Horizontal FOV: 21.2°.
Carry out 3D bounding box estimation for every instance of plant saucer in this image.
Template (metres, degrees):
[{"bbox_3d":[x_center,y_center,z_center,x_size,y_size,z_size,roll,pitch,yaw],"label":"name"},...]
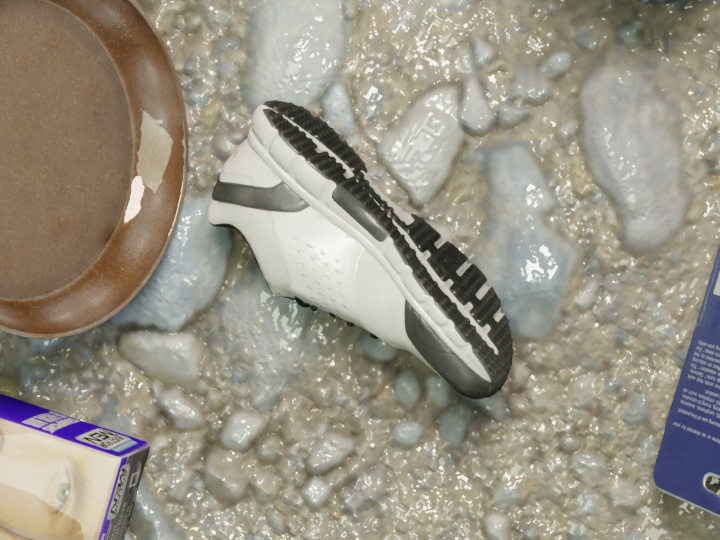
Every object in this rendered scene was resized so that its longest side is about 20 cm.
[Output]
[{"bbox_3d":[-0.172,-0.064,1.020,0.034,0.200,0.201,3,93,40],"label":"plant saucer"}]

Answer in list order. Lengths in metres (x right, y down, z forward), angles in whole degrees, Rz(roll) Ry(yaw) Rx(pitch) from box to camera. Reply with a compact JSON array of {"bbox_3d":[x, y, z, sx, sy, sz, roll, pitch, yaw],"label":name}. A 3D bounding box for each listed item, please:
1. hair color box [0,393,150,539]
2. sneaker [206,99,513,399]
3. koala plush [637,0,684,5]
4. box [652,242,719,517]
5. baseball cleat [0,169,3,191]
[{"bbox_3d":[-0.232,0.123,1.089,0.200,0.065,0.109,17,94,8],"label":"hair color box"},{"bbox_3d":[0.000,0.000,1.047,0.200,0.074,0.080,46,113,10],"label":"sneaker"},{"bbox_3d":[0.191,-0.243,0.931,0.200,0.177,0.184,-19,97,27],"label":"koala plush"},{"bbox_3d":[0.222,0.033,0.979,0.032,0.121,0.200,16,93,-35],"label":"box"},{"bbox_3d":[-0.264,-0.117,1.036,0.200,0.070,0.107,31,92,4],"label":"baseball cleat"}]
